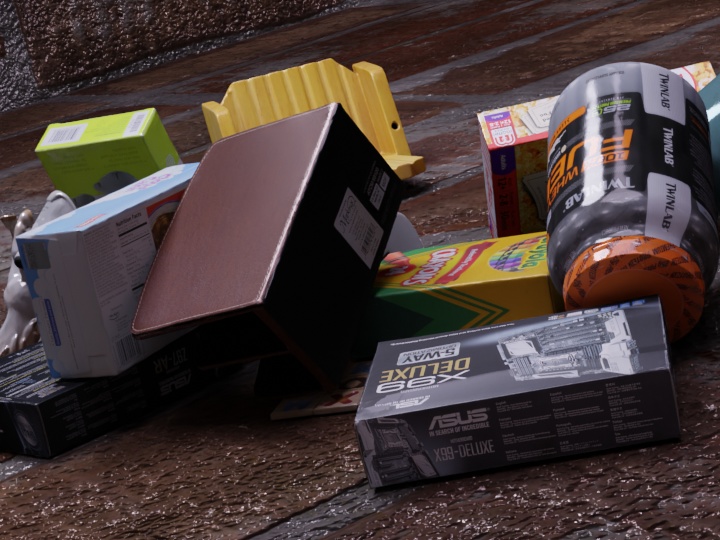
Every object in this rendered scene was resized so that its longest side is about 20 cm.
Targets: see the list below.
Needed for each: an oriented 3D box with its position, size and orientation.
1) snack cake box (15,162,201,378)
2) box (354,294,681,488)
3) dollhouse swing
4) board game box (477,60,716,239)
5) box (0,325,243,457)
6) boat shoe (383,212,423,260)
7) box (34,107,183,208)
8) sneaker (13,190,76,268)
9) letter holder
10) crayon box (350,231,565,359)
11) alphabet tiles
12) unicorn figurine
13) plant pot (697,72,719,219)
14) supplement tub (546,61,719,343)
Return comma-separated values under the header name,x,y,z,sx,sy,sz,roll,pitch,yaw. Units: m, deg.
name,x,y,z,sx,sy,sz,roll,pitch,yaw
snack cake box,-0.170,-0.004,1.514,0.067,0.115,0.200,-5,15,32
box,0.103,0.076,1.263,0.199,0.050,0.158,-10,14,10
dollhouse swing,-0.047,-0.152,2.116,0.200,0.182,0.176,-16,-7,-14
board game box,0.205,-0.091,1.653,0.199,0.152,0.046,-14,53,-1
box,-0.217,0.084,1.543,0.160,0.044,0.200,2,20,46
boat shoe,0.000,0.000,1.622,0.064,0.071,0.200,-19,3,23
box,-0.211,-0.057,1.850,0.122,0.200,0.048,-6,40,24
sneaker,-0.187,-0.011,1.654,0.200,0.087,0.075,23,-9,-25
letter holder,-0.071,-0.008,1.465,0.142,0.101,0.200,-13,43,35
crayon box,0.098,0.015,1.491,0.200,0.051,0.127,-7,14,20
alphabet tiles,0.050,0.068,1.441,0.200,0.008,0.167,-9,14,18
unicorn figurine,-0.290,0.016,1.760,0.200,0.138,0.074,-5,-4,-36
plant pot,0.358,-0.109,1.519,0.188,0.200,0.200,-25,10,17
supplement tub,0.195,-0.046,1.402,0.122,0.123,0.200,-9,42,14
